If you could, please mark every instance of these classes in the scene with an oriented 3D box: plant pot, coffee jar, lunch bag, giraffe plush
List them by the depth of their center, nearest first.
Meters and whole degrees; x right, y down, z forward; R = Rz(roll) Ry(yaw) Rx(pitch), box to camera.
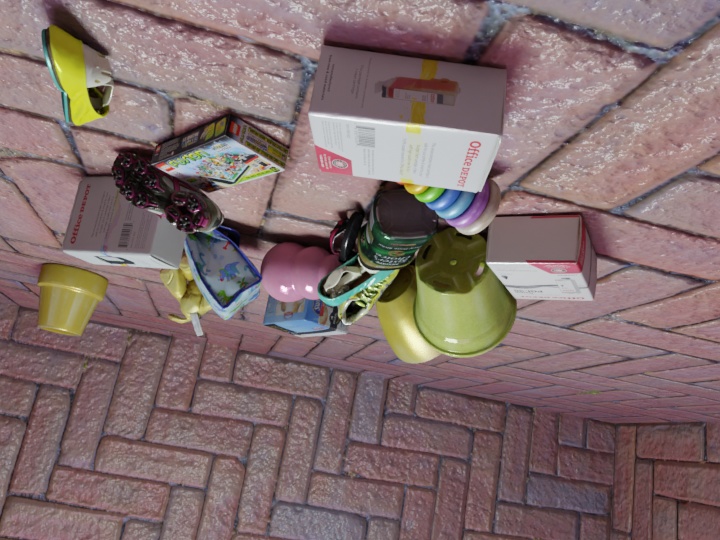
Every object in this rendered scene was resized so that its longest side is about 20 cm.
[{"bbox_3d":[0.054,-0.060,1.024,0.103,0.086,0.200,-2,166,-9],"label":"coffee jar"},{"bbox_3d":[0.177,0.027,1.114,0.198,0.202,0.185,4,152,18],"label":"plant pot"},{"bbox_3d":[-0.298,-0.015,1.289,0.200,0.127,0.170,50,162,4],"label":"lunch bag"},{"bbox_3d":[0.110,0.071,1.309,0.199,0.201,0.142,-8,134,47],"label":"plant pot"},{"bbox_3d":[-0.381,0.042,1.548,0.170,0.203,0.162,2,-169,12],"label":"giraffe plush"},{"bbox_3d":[-0.913,0.099,1.942,0.198,0.191,0.201,9,165,2],"label":"plant pot"}]

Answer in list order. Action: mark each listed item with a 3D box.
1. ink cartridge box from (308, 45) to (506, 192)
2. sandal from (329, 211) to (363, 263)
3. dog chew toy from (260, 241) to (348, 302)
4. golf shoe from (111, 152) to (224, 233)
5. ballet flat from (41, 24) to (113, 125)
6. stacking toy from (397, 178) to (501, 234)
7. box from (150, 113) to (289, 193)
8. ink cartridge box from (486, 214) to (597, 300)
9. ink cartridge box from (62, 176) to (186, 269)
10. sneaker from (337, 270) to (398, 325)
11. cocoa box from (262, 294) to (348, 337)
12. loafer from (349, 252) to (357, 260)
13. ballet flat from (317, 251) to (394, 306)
[{"bbox_3d":[0.051,-0.163,0.696,0.197,0.084,0.145,9,164,3],"label":"ink cartridge box"},{"bbox_3d":[-0.032,-0.058,1.128,0.045,0.076,0.200,28,167,1],"label":"sandal"},{"bbox_3d":[-0.105,0.005,1.269,0.198,0.126,0.124,3,163,28],"label":"dog chew toy"},{"bbox_3d":[-0.312,-0.121,1.006,0.199,0.073,0.092,34,-170,9],"label":"golf shoe"},{"bbox_3d":[-0.333,-0.232,0.748,0.066,0.068,0.200,-8,172,-20],"label":"ballet flat"},{"bbox_3d":[0.093,-0.125,0.829,0.199,0.086,0.085,27,157,-30],"label":"stacking toy"},{"bbox_3d":[-0.211,-0.167,0.920,0.199,0.035,0.110,-6,157,44],"label":"box"},{"bbox_3d":[0.308,-0.016,1.039,0.145,0.084,0.200,0,161,29],"label":"ink cartridge box"},{"bbox_3d":[-0.411,-0.087,1.108,0.198,0.148,0.083,3,165,22],"label":"ink cartridge box"},{"bbox_3d":[0.022,0.033,1.238,0.075,0.077,0.201,26,119,-15],"label":"sneaker"},{"bbox_3d":[-0.129,0.083,1.531,0.130,0.135,0.199,22,160,-34],"label":"cocoa box"},{"bbox_3d":[-0.062,0.004,1.339,0.198,0.073,0.073,-1,162,34],"label":"loafer"},{"bbox_3d":[0.000,0.000,1.151,0.199,0.068,0.070,-36,158,16],"label":"ballet flat"}]
